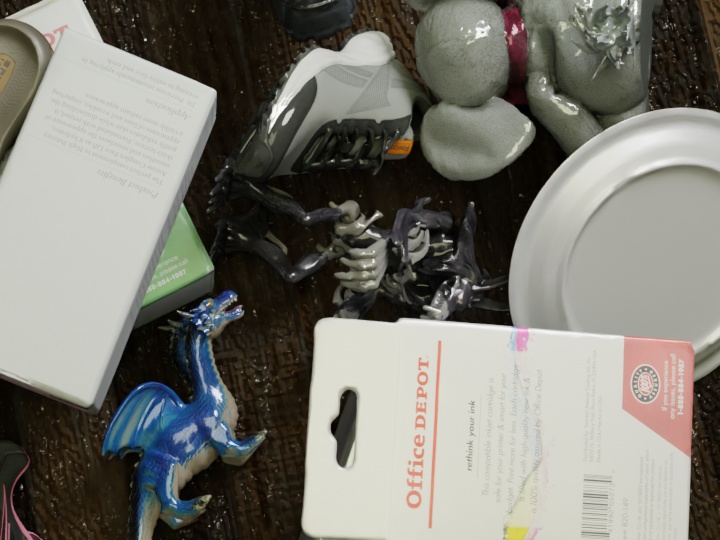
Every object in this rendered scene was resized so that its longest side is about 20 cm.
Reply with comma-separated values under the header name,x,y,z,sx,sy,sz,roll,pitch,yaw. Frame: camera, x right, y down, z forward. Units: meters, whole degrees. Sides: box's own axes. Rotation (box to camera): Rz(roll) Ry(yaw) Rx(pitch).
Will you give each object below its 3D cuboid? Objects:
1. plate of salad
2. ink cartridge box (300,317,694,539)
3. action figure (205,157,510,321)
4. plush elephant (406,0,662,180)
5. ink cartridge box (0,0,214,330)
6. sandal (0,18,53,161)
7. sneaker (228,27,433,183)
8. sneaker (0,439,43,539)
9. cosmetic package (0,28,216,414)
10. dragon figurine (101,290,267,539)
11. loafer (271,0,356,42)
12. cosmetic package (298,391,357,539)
name,x,y,z,sx,sy,sz,roll,pitch,yaw
plate of salad,0.181,-0.010,1.149,0.198,0.048,0.202,-9,118,-17
ink cartridge box,0.067,0.089,0.945,0.198,0.067,0.118,5,81,-8
action figure,0.000,0.000,1.137,0.198,0.119,0.102,18,46,6
plush elephant,0.104,-0.135,1.150,0.153,0.200,0.166,1,87,16
ink cartridge box,-0.198,-0.051,1.147,0.144,0.088,0.201,-26,84,-8
sandal,-0.245,-0.064,1.075,0.081,0.055,0.201,30,80,3
sneaker,-0.011,-0.093,1.119,0.079,0.200,0.074,43,122,8
sneaker,-0.231,0.195,1.114,0.095,0.079,0.202,-6,94,-39
cosmetic package,-0.164,-0.027,1.067,0.101,0.074,0.201,22,82,-1
dragon figurine,-0.126,0.107,1.137,0.099,0.059,0.200,40,80,4
loafer,-0.048,-0.230,1.160,0.068,0.071,0.201,-17,49,-4
cosmetic package,0.028,0.162,1.065,0.122,0.200,0.201,19,80,0
